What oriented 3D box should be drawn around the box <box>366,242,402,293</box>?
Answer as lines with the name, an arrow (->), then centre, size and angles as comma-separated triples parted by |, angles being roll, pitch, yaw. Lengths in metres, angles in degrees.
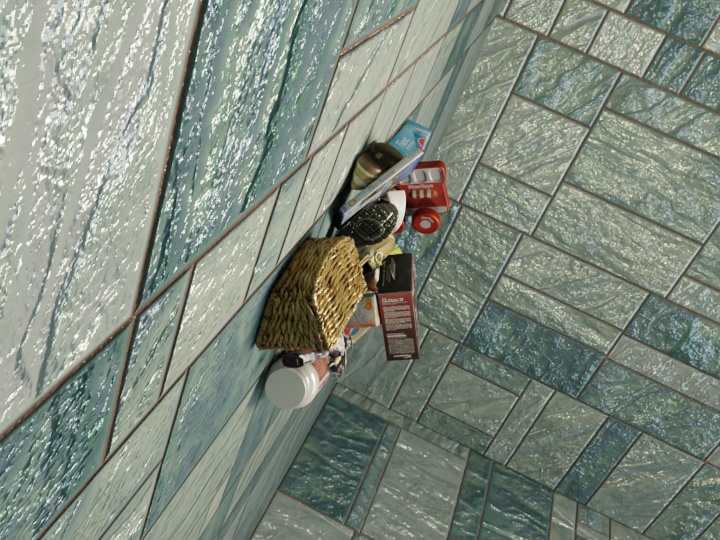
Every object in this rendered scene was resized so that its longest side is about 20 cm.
box -> 0.001, 0.007, 1.768 | 0.117, 0.048, 0.200 | -8, -151, 44

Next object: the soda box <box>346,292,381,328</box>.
soda box -> 0.012, 0.083, 1.573 | 0.200, 0.063, 0.069 | 9, 77, -83

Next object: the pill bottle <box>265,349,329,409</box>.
pill bottle -> -0.135, 0.226, 1.565 | 0.112, 0.112, 0.200 | -65, 175, 8

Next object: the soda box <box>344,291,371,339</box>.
soda box -> 0.002, 0.111, 1.766 | 0.200, 0.068, 0.064 | -42, 173, -2

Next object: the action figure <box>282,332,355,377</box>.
action figure -> -0.074, 0.149, 1.449 | 0.069, 0.130, 0.200 | -21, 168, 37

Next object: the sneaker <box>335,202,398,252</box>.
sneaker -> -0.010, -0.070, 1.477 | 0.200, 0.076, 0.091 | -36, -168, 9

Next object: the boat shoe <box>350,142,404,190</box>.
boat shoe -> 0.026, -0.200, 1.455 | 0.076, 0.072, 0.200 | -53, 171, 26

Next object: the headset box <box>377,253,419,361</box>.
headset box -> 0.083, 0.070, 1.587 | 0.149, 0.077, 0.200 | -85, 167, -56

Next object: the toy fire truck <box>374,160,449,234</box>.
toy fire truck -> 0.105, -0.180, 1.694 | 0.168, 0.200, 0.112 | 72, 25, -43

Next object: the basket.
basket -> -0.098, 0.029, 1.257 | 0.200, 0.149, 0.143 | -59, 139, -50

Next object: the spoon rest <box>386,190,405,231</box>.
spoon rest -> 0.043, -0.098, 1.552 | 0.200, 0.099, 0.061 | 130, -51, -61

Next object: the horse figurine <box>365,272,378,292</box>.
horse figurine -> -0.011, -0.004, 1.625 | 0.200, 0.050, 0.133 | -5, 132, -37

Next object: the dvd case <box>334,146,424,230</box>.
dvd case -> 0.032, -0.155, 1.428 | 0.200, 0.018, 0.143 | -39, 177, -8

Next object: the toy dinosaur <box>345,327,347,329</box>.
toy dinosaur -> -0.081, 0.113, 1.616 | 0.136, 0.086, 0.200 | -62, 165, -17

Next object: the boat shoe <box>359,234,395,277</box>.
boat shoe -> -0.001, -0.001, 1.538 | 0.201, 0.063, 0.073 | -35, 152, -15

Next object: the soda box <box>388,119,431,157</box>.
soda box -> 0.112, -0.298, 1.789 | 0.064, 0.068, 0.200 | -67, 174, 33
